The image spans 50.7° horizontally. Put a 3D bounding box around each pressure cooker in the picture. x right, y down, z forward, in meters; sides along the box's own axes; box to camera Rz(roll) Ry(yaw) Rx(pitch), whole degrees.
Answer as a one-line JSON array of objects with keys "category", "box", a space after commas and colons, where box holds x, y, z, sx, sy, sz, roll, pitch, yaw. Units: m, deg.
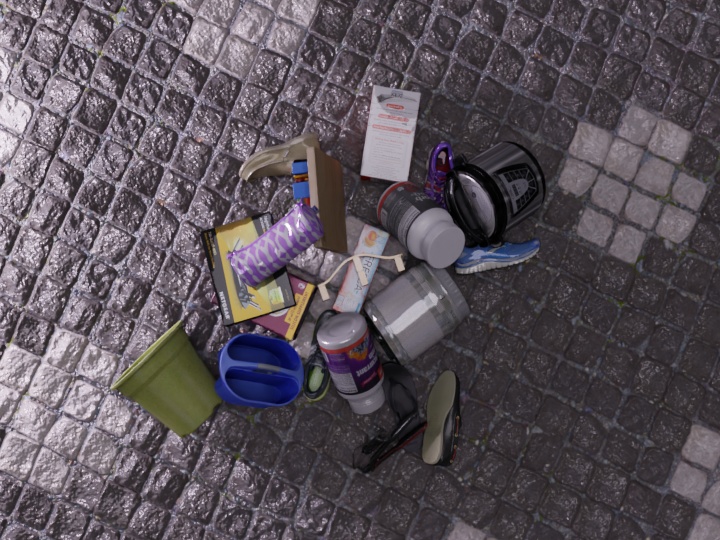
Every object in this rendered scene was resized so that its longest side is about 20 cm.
[{"category": "pressure cooker", "box": [0.272, -0.156, 1.609, 0.198, 0.181, 0.176, -30, 54, -25]}]

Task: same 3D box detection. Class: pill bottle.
[{"category": "pill bottle", "box": [0.127, -0.096, 1.603, 0.116, 0.116, 0.200, -41, 45, -2]}, {"category": "pill bottle", "box": [-0.013, 0.201, 1.612, 0.109, 0.112, 0.204, -20, 118, -2]}]

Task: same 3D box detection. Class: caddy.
[{"category": "caddy", "box": [-0.214, 0.213, 1.602, 0.196, 0.104, 0.145, 14, 66, -32]}]

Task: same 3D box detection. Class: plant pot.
[{"category": "plant pot", "box": [-0.392, 0.243, 1.612, 0.200, 0.200, 0.185, -42, 100, -2]}]

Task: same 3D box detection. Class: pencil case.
[{"category": "pencil case", "box": [-0.163, -0.053, 1.493, 0.199, 0.084, 0.086, -37, 114, 11]}]

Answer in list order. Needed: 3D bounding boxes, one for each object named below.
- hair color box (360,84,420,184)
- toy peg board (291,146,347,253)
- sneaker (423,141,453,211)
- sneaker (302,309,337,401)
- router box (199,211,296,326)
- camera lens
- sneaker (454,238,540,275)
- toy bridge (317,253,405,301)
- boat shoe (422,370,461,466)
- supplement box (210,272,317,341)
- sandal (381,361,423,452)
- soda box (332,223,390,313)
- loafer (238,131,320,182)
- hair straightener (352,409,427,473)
[{"category": "hair color box", "box": [0.066, -0.298, 1.695, 0.108, 0.064, 0.205, 9, 88, 1]}, {"category": "toy peg board", "box": [-0.105, -0.140, 1.627, 0.095, 0.199, 0.206, -6, 87, 15]}, {"category": "sneaker", "box": [0.170, -0.184, 1.679, 0.078, 0.083, 0.206, 2, 88, 0]}, {"category": "sneaker", "box": [-0.082, 0.187, 1.657, 0.072, 0.081, 0.205, 10, 87, 0]}, {"category": "router box", "box": [-0.232, -0.002, 1.578, 0.154, 0.052, 0.205, -17, 85, -3]}, {"category": "camera lens", "box": [0.115, 0.090, 1.625, 0.198, 0.160, 0.162, -36, 88, -3]}, {"category": "sneaker", "box": [0.301, -0.049, 1.675, 0.195, 0.079, 0.092, -11, 89, -1]}, {"category": "toy bridge", "box": [0.000, 0.000, 1.624, 0.196, 0.027, 0.069, -21, 87, -1]}, {"category": "boat shoe", "box": [0.185, 0.324, 1.664, 0.062, 0.073, 0.206, 20, 75, -35]}, {"category": "supplement box", "box": [-0.206, 0.052, 1.653, 0.196, 0.103, 0.134, 24, 87, 1]}, {"category": "sandal", "box": [0.096, 0.297, 1.671, 0.074, 0.043, 0.205, -19, 87, -2]}, {"category": "soda box", "box": [0.001, 0.004, 1.674, 0.062, 0.068, 0.204, 22, 87, 0]}, {"category": "loafer", "box": [-0.174, -0.239, 1.683, 0.196, 0.076, 0.070, -25, 81, -2]}, {"category": "hair straightener", "box": [0.051, 0.367, 1.652, 0.199, 0.041, 0.077, -41, 94, 15]}]
